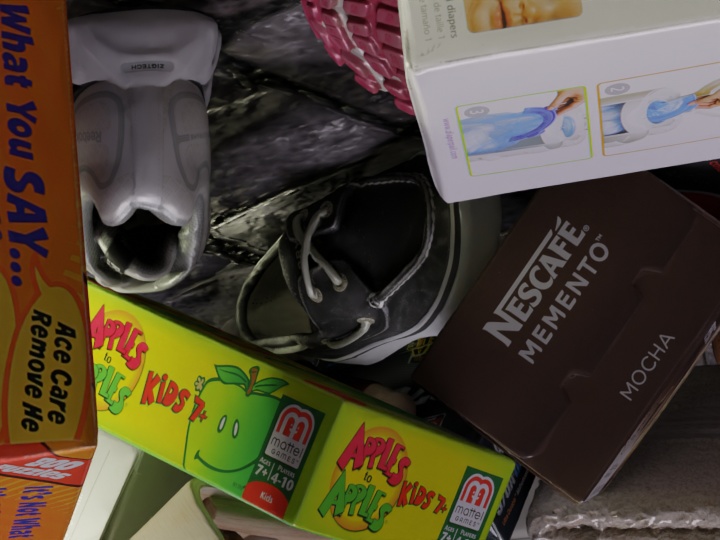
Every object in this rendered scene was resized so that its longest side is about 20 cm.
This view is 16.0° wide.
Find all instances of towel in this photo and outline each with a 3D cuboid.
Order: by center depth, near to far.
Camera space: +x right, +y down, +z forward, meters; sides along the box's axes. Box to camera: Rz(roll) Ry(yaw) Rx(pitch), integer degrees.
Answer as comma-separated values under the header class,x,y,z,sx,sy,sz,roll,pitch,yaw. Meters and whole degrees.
class,x,y,z,sx,sy,sz,roll,pitch,yaw
towel,0.178,0.082,1.124,0.199,0.035,0.133,-1,-156,17

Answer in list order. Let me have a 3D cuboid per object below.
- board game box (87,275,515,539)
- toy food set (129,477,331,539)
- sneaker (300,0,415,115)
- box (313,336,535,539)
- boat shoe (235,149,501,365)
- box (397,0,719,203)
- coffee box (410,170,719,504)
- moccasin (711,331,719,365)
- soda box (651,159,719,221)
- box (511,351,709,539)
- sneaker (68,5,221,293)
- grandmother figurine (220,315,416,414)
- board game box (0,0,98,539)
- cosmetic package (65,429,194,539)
class,x,y,z,sx,sy,sz,roll,pitch,yaw
board game box,-0.051,0.050,0.952,0.199,0.048,0.101,22,180,43
toy food set,-0.066,0.154,0.973,0.144,0.060,0.200,-45,160,8
sneaker,0.078,-0.090,0.832,0.199,0.075,0.081,4,153,9
box,-0.002,0.085,1.197,0.199,0.159,0.046,-17,115,31
boat shoe,0.000,0.000,1.061,0.063,0.071,0.200,0,162,-21
box,0.109,-0.102,0.730,0.199,0.113,0.101,-8,160,4
coffee box,0.091,0.022,0.998,0.080,0.113,0.200,36,-179,8
moccasin,0.260,0.021,1.196,0.200,0.078,0.074,-14,158,20
soda box,0.151,-0.059,0.950,0.070,0.064,0.200,-15,159,23
box,0.122,0.110,1.363,0.127,0.110,0.200,-6,161,1
sneaker,-0.087,-0.025,0.946,0.075,0.082,0.200,-6,163,-7
grandmother figurine,-0.038,0.067,1.141,0.120,0.061,0.200,8,-166,-10
board game box,-0.191,-0.012,0.754,0.198,0.201,0.200,-2,162,-13
cosmetic package,-0.168,0.084,1.054,0.199,0.107,0.090,21,180,23
